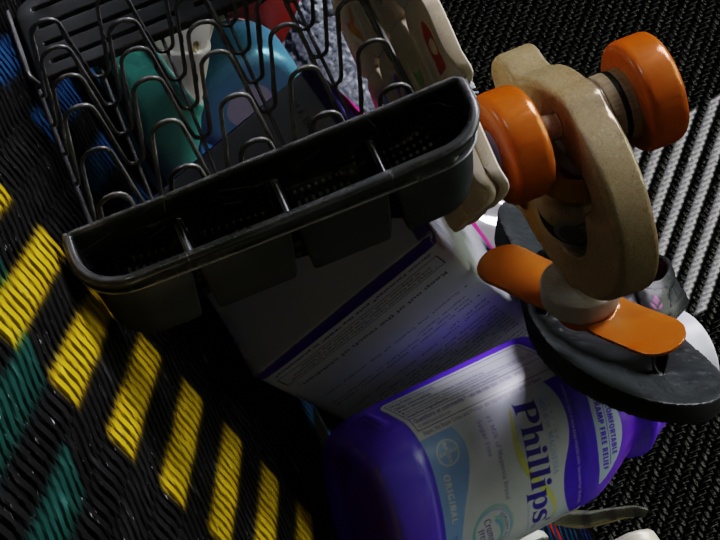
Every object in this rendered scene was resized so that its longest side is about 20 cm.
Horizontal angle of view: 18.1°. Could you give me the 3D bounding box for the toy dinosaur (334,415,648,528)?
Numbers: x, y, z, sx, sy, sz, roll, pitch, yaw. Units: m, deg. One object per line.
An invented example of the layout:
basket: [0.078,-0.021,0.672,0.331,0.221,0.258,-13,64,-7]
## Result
toy dinosaur: [0.054,0.106,1.216,0.199,0.048,0.088,23,-16,6]

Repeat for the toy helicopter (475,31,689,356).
toy helicopter: [0.078,-0.034,0.973,0.200,0.078,0.133,31,-39,68]

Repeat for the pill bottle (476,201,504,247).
pill bottle: [0.049,0.036,1.288,0.111,0.110,0.200,62,-14,11]

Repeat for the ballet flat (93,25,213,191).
ballet flat: [-0.105,-0.123,1.006,0.201,0.070,0.067,59,5,-29]

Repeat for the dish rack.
dish rack: [-0.053,-0.075,0.848,0.055,0.152,0.201,76,-9,-52]

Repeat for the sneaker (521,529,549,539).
sneaker: [0.039,0.124,1.155,0.089,0.077,0.200,51,-2,19]

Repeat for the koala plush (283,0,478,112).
koala plush: [-0.027,-0.136,1.416,0.201,0.177,0.184,64,17,21]

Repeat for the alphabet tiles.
alphabet tiles: [0.009,-0.114,0.914,0.196,0.015,0.201,126,-59,-82]

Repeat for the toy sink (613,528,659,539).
toy sink: [0.129,0.231,1.102,0.112,0.130,0.200,65,5,32]

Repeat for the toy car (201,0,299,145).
toy car: [-0.021,-0.180,1.168,0.185,0.199,0.178,57,-39,40]

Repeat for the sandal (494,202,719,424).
sandal: [0.108,0.006,1.029,0.201,0.075,0.048,-120,-146,-58]

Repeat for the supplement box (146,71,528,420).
supplement box: [0.000,0.000,1.053,0.101,0.103,0.200,55,10,23]

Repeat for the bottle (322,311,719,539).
bottle: [0.078,0.074,1.038,0.065,0.199,0.084,21,-53,52]
